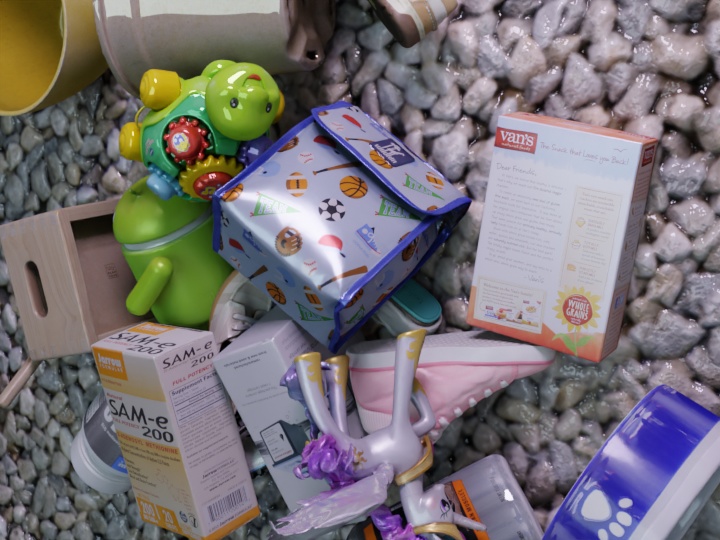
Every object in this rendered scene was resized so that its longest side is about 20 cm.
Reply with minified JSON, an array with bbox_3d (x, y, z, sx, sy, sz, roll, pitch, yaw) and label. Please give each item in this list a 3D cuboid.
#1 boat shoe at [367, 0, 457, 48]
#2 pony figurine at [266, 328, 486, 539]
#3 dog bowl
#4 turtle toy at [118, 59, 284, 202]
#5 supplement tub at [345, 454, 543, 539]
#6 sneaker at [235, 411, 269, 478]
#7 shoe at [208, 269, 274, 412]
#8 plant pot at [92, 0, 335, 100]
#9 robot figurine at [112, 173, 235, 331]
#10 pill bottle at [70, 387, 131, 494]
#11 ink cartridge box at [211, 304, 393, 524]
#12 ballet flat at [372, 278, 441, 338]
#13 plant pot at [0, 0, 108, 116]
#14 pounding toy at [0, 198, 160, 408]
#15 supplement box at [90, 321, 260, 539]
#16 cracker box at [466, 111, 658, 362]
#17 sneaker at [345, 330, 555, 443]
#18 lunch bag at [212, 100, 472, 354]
[{"bbox_3d":[0.022,-0.300,1.000,0.076,0.072,0.200,-33,70,-2],"label":"boat shoe"},{"bbox_3d":[-0.001,0.168,0.914,0.167,0.192,0.201,124,134,-70],"label":"pony figurine"},{"bbox_3d":[0.233,0.198,0.883,0.079,0.200,0.201,35,116,24],"label":"dog bowl"},{"bbox_3d":[-0.139,-0.130,0.998,0.200,0.145,0.102,-52,45,47],"label":"turtle toy"},{"bbox_3d":[0.072,0.269,0.992,0.199,0.123,0.123,-28,84,3],"label":"supplement tub"},{"bbox_3d":[-0.126,0.180,1.134,0.200,0.072,0.073,2,112,69],"label":"sneaker"},{"bbox_3d":[-0.130,0.088,1.101,0.053,0.070,0.201,37,109,52],"label":"shoe"},{"bbox_3d":[-0.130,-0.266,1.036,0.182,0.200,0.202,4,103,19],"label":"plant pot"},{"bbox_3d":[-0.190,-0.018,1.133,0.115,0.176,0.201,-13,117,19],"label":"robot figurine"},{"bbox_3d":[-0.255,0.170,1.231,0.114,0.114,0.200,50,124,13],"label":"pill bottle"},{"bbox_3d":[-0.040,0.135,1.050,0.086,0.146,0.201,-22,101,31],"label":"ink cartridge box"},{"bbox_3d":[0.000,0.000,1.075,0.200,0.069,0.070,48,120,14],"label":"ballet flat"},{"bbox_3d":[-0.350,-0.278,1.183,0.199,0.142,0.201,7,103,30],"label":"plant pot"},{"bbox_3d":[-0.323,0.032,1.205,0.142,0.184,0.201,-10,95,33],"label":"pounding toy"},{"bbox_3d":[-0.185,0.159,1.052,0.126,0.073,0.201,2,110,48],"label":"supplement box"},{"bbox_3d":[0.180,-0.033,0.954,0.133,0.058,0.201,16,109,28],"label":"cracker box"},{"bbox_3d":[0.089,0.116,1.007,0.199,0.075,0.105,-5,97,8],"label":"sneaker"},{"bbox_3d":[-0.015,-0.057,0.995,0.170,0.200,0.124,41,152,14],"label":"lunch bag"}]
